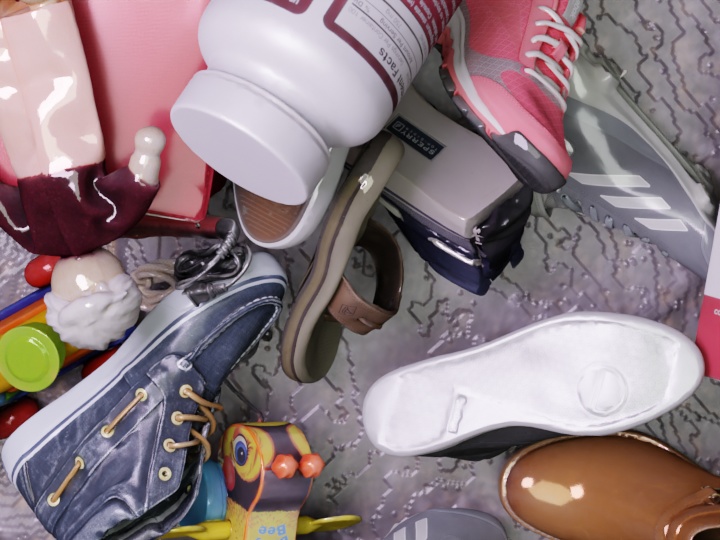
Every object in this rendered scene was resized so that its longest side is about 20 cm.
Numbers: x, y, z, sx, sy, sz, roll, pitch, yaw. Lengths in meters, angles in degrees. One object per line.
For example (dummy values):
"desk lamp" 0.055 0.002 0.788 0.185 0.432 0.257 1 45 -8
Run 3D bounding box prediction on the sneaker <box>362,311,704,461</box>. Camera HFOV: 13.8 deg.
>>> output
"sneaker" 0.108 0.066 1.709 0.199 0.099 0.071 -12 84 18

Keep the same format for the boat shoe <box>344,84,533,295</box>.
"boat shoe" 0.017 -0.064 1.719 0.075 0.093 0.200 -38 63 -19

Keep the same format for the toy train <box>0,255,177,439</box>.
"toy train" -0.170 0.034 1.695 0.199 0.116 0.085 -28 96 17

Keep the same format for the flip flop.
"flip flop" 0.000 0.000 1.676 0.057 0.081 0.200 22 138 0

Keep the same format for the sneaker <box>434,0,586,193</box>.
"sneaker" 0.089 -0.125 1.647 0.087 0.201 0.074 -35 128 12

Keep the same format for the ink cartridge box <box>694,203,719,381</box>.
"ink cartridge box" 0.278 -0.029 1.674 0.146 0.083 0.201 2 100 -43

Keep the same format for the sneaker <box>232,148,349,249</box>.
"sneaker" -0.012 -0.103 1.652 0.072 0.085 0.201 7 80 36

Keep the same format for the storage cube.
"storage cube" -0.154 -0.137 1.664 0.199 0.171 0.181 8 98 0

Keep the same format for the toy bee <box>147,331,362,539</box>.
"toy bee" -0.066 0.130 1.713 0.130 0.109 0.201 -24 108 -25

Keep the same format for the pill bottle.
"pill bottle" -0.013 -0.140 1.550 0.113 0.113 0.201 33 73 -3

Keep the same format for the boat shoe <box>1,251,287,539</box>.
"boat shoe" -0.104 0.083 1.671 0.200 0.071 0.091 -41 63 8

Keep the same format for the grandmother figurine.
"grandmother figurine" -0.155 -0.055 1.564 0.121 0.061 0.201 -4 104 30

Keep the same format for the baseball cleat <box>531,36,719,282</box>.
"baseball cleat" 0.148 -0.045 1.727 0.106 0.070 0.200 -39 88 16

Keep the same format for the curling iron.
"curling iron" -0.135 -0.021 1.684 0.026 0.199 0.050 45 70 -41

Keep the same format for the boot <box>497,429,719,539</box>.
"boot" 0.179 0.144 1.695 0.199 0.155 0.074 8 97 0

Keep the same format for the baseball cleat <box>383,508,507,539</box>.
"baseball cleat" 0.023 0.190 1.680 0.199 0.106 0.070 -17 112 -34
